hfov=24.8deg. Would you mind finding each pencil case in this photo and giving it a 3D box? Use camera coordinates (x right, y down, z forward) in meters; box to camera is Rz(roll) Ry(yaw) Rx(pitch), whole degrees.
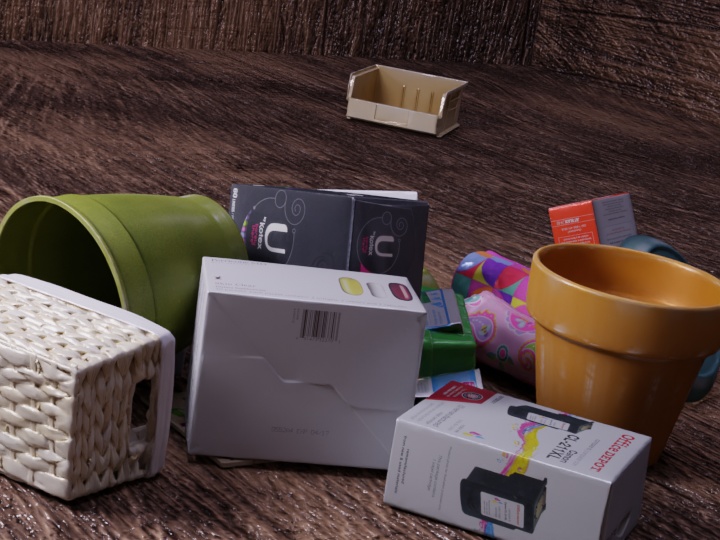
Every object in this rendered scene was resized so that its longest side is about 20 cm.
[{"bbox_3d":[0.189,0.087,1.797,0.087,0.088,0.200,-4,19,-40],"label":"pencil case"},{"bbox_3d":[0.204,0.037,1.991,0.088,0.089,0.199,-7,21,-45],"label":"pencil case"}]

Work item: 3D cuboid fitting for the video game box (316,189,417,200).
[{"bbox_3d":[-0.030,-0.044,1.952,0.181,0.047,0.200,3,-18,-4],"label":"video game box"}]

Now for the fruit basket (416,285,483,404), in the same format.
[{"bbox_3d":[0.019,0.074,1.694,0.199,0.094,0.186,4,28,-6],"label":"fruit basket"}]

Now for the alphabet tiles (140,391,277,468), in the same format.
[{"bbox_3d":[-0.086,0.145,1.573,0.199,0.008,0.167,-1,18,-34],"label":"alphabet tiles"}]

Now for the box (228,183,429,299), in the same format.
[{"bbox_3d":[-0.038,-0.020,1.657,0.106,0.123,0.199,2,4,-41],"label":"box"}]

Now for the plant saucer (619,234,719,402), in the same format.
[{"bbox_3d":[0.353,0.050,1.850,0.027,0.201,0.200,-24,-7,35],"label":"plant saucer"}]

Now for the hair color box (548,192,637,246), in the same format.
[{"bbox_3d":[0.279,0.018,1.865,0.061,0.201,0.101,-11,0,36],"label":"hair color box"}]

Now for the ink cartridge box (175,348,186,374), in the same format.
[{"bbox_3d":[-0.232,0.029,1.737,0.108,0.051,0.200,8,32,-5],"label":"ink cartridge box"}]

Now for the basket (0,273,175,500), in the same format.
[{"bbox_3d":[-0.273,0.099,1.398,0.199,0.136,0.123,18,22,30],"label":"basket"}]

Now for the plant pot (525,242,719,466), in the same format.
[{"bbox_3d":[0.252,0.090,1.627,0.199,0.184,0.200,9,16,-3],"label":"plant pot"}]

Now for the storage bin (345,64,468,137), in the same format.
[{"bbox_3d":[0.090,-0.340,3.273,0.199,0.094,0.199,13,15,14],"label":"storage bin"}]

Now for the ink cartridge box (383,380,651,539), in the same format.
[{"bbox_3d":[0.142,0.176,1.446,0.199,0.083,0.146,14,15,21],"label":"ink cartridge box"}]

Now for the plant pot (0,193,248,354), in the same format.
[{"bbox_3d":[-0.216,0.007,1.577,0.200,0.202,0.192,21,27,38],"label":"plant pot"}]

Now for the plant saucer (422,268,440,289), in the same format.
[{"bbox_3d":[0.000,0.000,1.865,0.199,0.031,0.200,12,5,-1],"label":"plant saucer"}]

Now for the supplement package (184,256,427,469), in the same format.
[{"bbox_3d":[-0.054,0.084,1.502,0.199,0.157,0.111,6,15,-10],"label":"supplement package"}]
